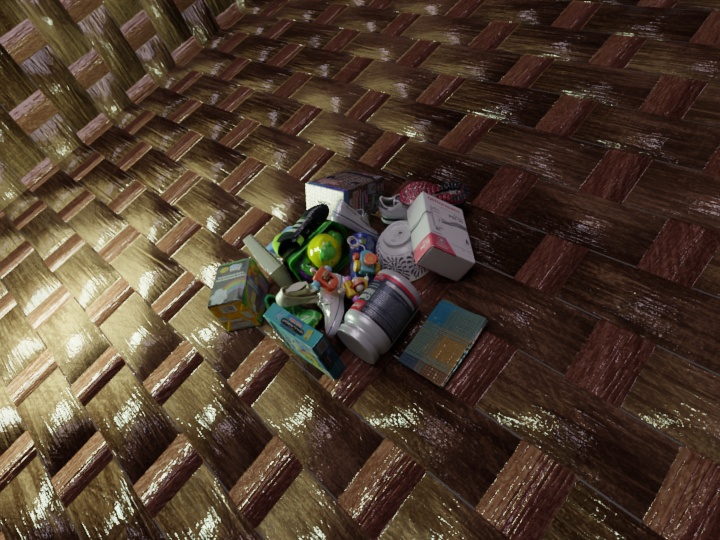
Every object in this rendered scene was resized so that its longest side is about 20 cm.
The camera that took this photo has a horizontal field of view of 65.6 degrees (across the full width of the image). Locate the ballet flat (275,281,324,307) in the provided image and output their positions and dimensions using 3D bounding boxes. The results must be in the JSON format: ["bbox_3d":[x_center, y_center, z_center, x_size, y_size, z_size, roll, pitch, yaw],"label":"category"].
[{"bbox_3d":[-0.134,0.056,1.517,0.195,0.071,0.070,-10,39,-27],"label":"ballet flat"}]

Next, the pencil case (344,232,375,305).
[{"bbox_3d":[0.000,0.000,1.533,0.076,0.087,0.205,7,62,-6],"label":"pencil case"}]

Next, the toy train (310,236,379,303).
[{"bbox_3d":[-0.030,-0.007,1.441,0.149,0.056,0.201,40,58,2],"label":"toy train"}]

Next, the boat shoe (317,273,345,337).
[{"bbox_3d":[-0.081,0.082,1.448,0.068,0.071,0.204,21,45,-15],"label":"boat shoe"}]

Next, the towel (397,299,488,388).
[{"bbox_3d":[0.199,0.172,1.349,0.145,0.022,0.201,24,68,40],"label":"towel"}]

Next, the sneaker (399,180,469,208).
[{"bbox_3d":[0.205,-0.198,1.570,0.193,0.075,0.083,1,65,-1],"label":"sneaker"}]

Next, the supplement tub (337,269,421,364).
[{"bbox_3d":[0.047,0.113,1.388,0.138,0.142,0.201,24,64,38],"label":"supplement tub"}]

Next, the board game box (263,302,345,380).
[{"bbox_3d":[-0.143,0.180,1.417,0.197,0.152,0.047,26,65,40],"label":"board game box"}]

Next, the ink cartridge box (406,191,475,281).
[{"bbox_3d":[0.208,-0.092,1.469,0.083,0.143,0.204,-49,33,39],"label":"ink cartridge box"}]

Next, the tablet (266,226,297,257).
[{"bbox_3d":[-0.224,-0.089,1.703,0.130,0.014,0.198,-46,24,-18],"label":"tablet"}]

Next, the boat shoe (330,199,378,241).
[{"bbox_3d":[-0.003,-0.140,1.584,0.073,0.198,0.068,24,90,38],"label":"boat shoe"}]

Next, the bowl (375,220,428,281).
[{"bbox_3d":[0.115,-0.074,1.547,0.195,0.095,0.205,-14,46,15],"label":"bowl"}]

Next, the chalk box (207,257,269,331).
[{"bbox_3d":[-0.352,0.055,1.649,0.121,0.125,0.204,-11,47,18],"label":"chalk box"}]

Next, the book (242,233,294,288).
[{"bbox_3d":[-0.267,-0.009,1.653,0.048,0.135,0.199,-39,47,-12],"label":"book"}]

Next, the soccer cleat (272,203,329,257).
[{"bbox_3d":[-0.163,-0.110,1.581,0.198,0.068,0.082,-37,37,4],"label":"soccer cleat"}]

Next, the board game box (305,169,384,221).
[{"bbox_3d":[-0.044,-0.227,1.695,0.156,0.100,0.198,17,30,35],"label":"board game box"}]

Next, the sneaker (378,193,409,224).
[{"bbox_3d":[0.147,-0.183,1.632,0.194,0.082,0.078,-2,45,16],"label":"sneaker"}]

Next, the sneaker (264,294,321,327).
[{"bbox_3d":[-0.195,0.116,1.545,0.195,0.084,0.075,12,57,32],"label":"sneaker"}]

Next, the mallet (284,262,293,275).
[{"bbox_3d":[-0.239,-0.045,1.734,0.065,0.042,0.200,-23,39,-18],"label":"mallet"}]

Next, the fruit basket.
[{"bbox_3d":[-0.101,-0.042,1.580,0.211,0.157,0.218,-25,32,17],"label":"fruit basket"}]
